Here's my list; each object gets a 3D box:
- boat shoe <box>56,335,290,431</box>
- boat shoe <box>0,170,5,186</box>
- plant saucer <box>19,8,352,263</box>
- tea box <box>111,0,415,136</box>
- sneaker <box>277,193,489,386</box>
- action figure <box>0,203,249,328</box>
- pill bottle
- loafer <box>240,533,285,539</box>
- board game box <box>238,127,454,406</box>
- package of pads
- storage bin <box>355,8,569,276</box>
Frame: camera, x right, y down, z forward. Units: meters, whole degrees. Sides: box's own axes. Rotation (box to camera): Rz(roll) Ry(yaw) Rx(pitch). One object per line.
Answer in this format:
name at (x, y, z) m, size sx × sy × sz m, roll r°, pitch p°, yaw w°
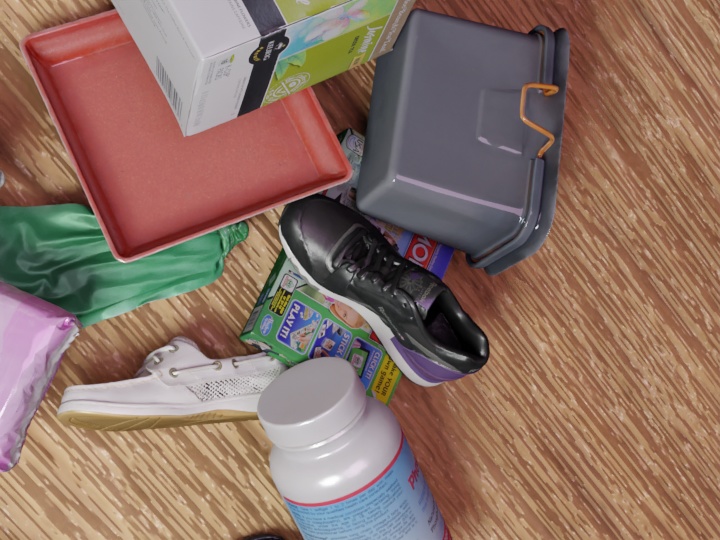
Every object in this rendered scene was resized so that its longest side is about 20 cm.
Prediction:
boat shoe at (-0.144, 0.087, 1.003) m, size 0.199 × 0.071 × 0.070 m, roll 0°, pitch 78°, yaw -35°
boat shoe at (-0.287, -0.060, 0.895) m, size 0.068 × 0.200 × 0.074 m, roll 21°, pitch 119°, yaw -20°
plant saucer at (-0.136, -0.118, 0.992) m, size 0.199 × 0.037 × 0.200 m, roll -22°, pitch 75°, yaw -21°
tea box at (-0.086, -0.243, 0.958) m, size 0.196 × 0.134 × 0.201 m, roll -25°, pitch 79°, yaw -19°
sneaker at (0.026, 0.006, 1.005) m, size 0.200 × 0.087 × 0.076 m, roll 43°, pitch 65°, yaw -13°
action figure at (-0.182, -0.010, 0.994) m, size 0.199 × 0.055 × 0.119 m, roll -13°, pitch 93°, yaw -17°
pill bottle at (-0.005, 0.171, 1.008) m, size 0.109 × 0.109 × 0.201 m, roll -34°, pitch 120°, yaw -18°
loafer at (-0.136, 0.267, 1.006) m, size 0.199 × 0.063 × 0.072 m, roll -22°, pitch 98°, yaw -20°
board game box at (0.000, 0.000, 1.059) m, size 0.134 × 0.029 × 0.201 m, roll 31°, pitch 68°, yaw -18°
package of pads at (-0.309, 0.047, 0.902) m, size 0.199 × 0.076 × 0.121 m, roll 25°, pitch 84°, yaw 2°
storage bin at (0.081, -0.115, 1.034) m, size 0.134 × 0.146 × 0.201 m, roll 14°, pitch 71°, yaw -18°
